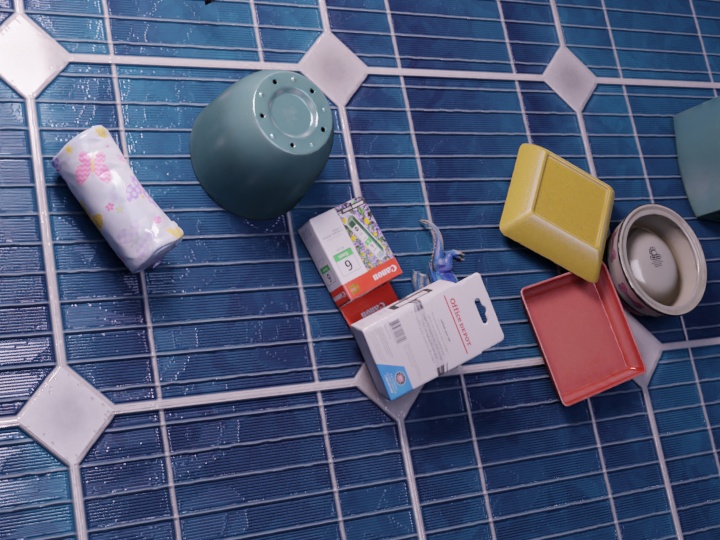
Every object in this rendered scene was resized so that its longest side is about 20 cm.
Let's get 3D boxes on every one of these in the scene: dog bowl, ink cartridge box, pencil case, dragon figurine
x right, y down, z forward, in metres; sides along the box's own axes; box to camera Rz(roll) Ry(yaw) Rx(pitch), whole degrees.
[{"bbox_3d":[0.507,-0.009,1.979,0.197,0.074,0.204,9,69,-25],"label":"dog bowl"},{"bbox_3d":[0.100,0.092,1.675,0.198,0.068,0.118,-26,100,-13],"label":"ink cartridge box"},{"bbox_3d":[-0.327,-0.096,1.532,0.090,0.083,0.201,-38,92,-17],"label":"pencil case"},{"bbox_3d":[0.118,0.015,1.764,0.098,0.059,0.203,-18,84,-32],"label":"dragon figurine"},{"bbox_3d":[0.000,0.000,1.708,0.108,0.050,0.202,-26,86,-33],"label":"ink cartridge box"}]

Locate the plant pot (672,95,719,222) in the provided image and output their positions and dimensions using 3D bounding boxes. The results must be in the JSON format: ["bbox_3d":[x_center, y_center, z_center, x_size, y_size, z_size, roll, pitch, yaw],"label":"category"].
[{"bbox_3d":[0.682,-0.198,2.107,0.139,0.141,0.204,7,77,-26],"label":"plant pot"}]

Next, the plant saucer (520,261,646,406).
[{"bbox_3d":[0.363,0.105,1.882,0.197,0.037,0.203,-16,82,-32],"label":"plant saucer"}]

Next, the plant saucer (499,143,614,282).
[{"bbox_3d":[0.346,-0.108,1.916,0.198,0.048,0.202,27,56,-11],"label":"plant saucer"}]

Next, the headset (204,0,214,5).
[{"bbox_3d":[-0.247,-0.491,1.713,0.122,0.094,0.203,-3,64,-29],"label":"headset"}]

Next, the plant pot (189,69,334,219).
[{"bbox_3d":[-0.128,-0.195,1.639,0.198,0.161,0.204,9,70,-26],"label":"plant pot"}]
